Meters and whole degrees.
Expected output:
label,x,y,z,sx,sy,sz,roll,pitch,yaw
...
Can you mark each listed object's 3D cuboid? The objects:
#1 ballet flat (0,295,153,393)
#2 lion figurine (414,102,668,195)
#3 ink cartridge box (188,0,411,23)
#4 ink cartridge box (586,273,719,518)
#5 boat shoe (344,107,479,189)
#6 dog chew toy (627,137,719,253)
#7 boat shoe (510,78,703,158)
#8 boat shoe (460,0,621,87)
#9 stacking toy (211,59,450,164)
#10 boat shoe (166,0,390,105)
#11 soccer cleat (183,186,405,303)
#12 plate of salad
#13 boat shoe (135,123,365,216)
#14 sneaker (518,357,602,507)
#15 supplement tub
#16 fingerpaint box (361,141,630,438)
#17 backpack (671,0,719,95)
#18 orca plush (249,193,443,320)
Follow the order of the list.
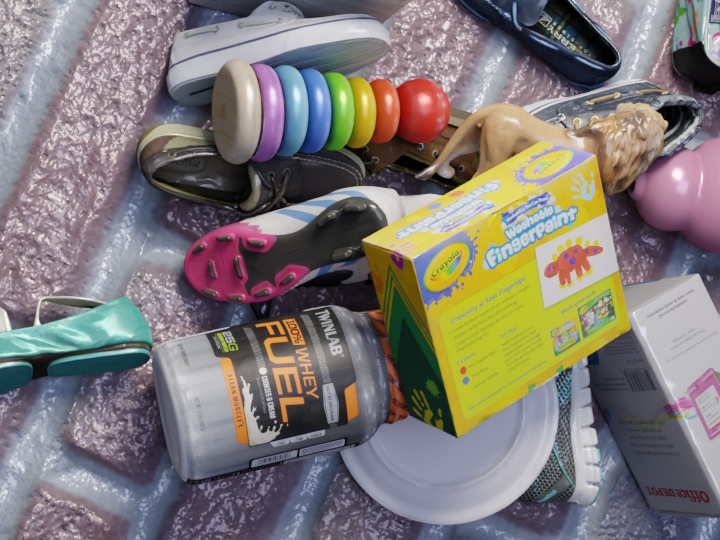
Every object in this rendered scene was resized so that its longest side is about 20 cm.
label,x,y,z,sx,sy,sz,roll,pitch,yaw
ballet flat,-0.272,0.060,1.530,0.199,0.067,0.071,-10,66,-19
lion figurine,0.157,-0.103,1.586,0.199,0.073,0.123,11,124,-18
ink cartridge box,-0.042,-0.250,1.544,0.162,0.200,0.057,13,74,-17
ink cartridge box,0.280,0.114,1.656,0.084,0.144,0.201,-27,95,-19
boat shoe,0.017,-0.118,1.623,0.199,0.072,0.068,10,82,-17
dog chew toy,0.344,-0.067,1.706,0.199,0.125,0.125,7,84,-10
boat shoe,0.209,-0.122,1.659,0.199,0.091,0.071,-24,114,-25
boat shoe,0.161,-0.248,1.680,0.199,0.069,0.084,31,78,-14
stacking toy,-0.020,-0.133,1.546,0.199,0.085,0.086,-2,87,-22
boat shoe,-0.074,-0.196,1.560,0.199,0.074,0.067,-10,69,13
soccer cleat,-0.051,-0.022,1.566,0.199,0.086,0.070,-15,99,24
plate of salad,0.075,0.122,1.628,0.199,0.048,0.201,-1,79,7
boat shoe,-0.092,-0.076,1.578,0.199,0.065,0.074,4,124,-11
sneaker,0.158,0.116,1.657,0.091,0.078,0.201,-7,85,-11
supplement tub,-0.066,0.100,1.549,0.199,0.123,0.123,-13,90,-14
fingerpaint box,0.114,0.012,1.518,0.199,0.073,0.168,-30,119,-27
backpack,0.390,-0.268,1.722,0.177,0.151,0.201,11,78,-16
orca plush,0.000,0.000,1.613,0.199,0.105,0.071,-31,136,-8
